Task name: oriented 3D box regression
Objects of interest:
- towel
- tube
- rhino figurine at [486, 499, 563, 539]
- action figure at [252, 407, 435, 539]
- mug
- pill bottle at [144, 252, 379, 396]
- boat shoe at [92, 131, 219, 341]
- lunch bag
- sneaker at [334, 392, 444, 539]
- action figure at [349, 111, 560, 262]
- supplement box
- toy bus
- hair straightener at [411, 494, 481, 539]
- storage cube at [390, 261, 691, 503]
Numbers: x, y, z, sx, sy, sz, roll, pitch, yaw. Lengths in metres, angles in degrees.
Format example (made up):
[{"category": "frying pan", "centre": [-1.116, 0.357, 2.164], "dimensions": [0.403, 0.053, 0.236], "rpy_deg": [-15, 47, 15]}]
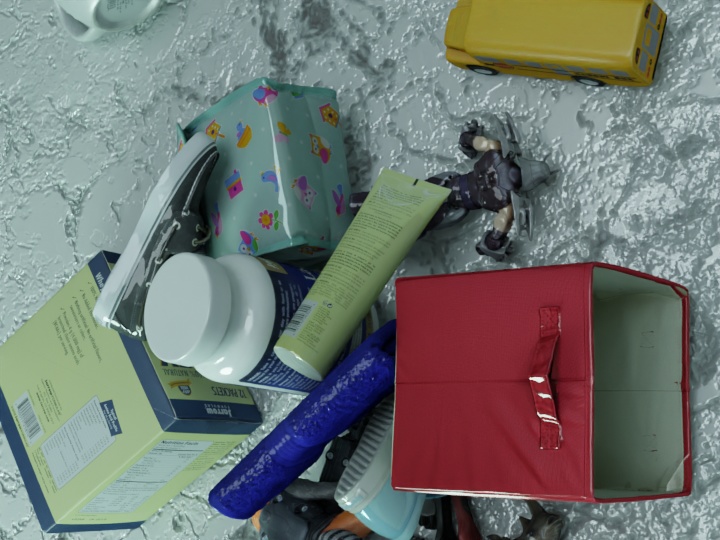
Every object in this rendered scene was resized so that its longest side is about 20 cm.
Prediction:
[{"category": "towel", "centre": [-0.032, 0.129, 1.085], "dimensions": [0.050, 0.148, 0.200], "rpy_deg": [46, 103, 3]}, {"category": "tube", "centre": [0.000, 0.000, 1.097], "dimensions": [0.058, 0.052, 0.201], "rpy_deg": [33, 73, -5]}, {"category": "rhino figurine", "centre": [0.148, 0.284, 1.054], "dimensions": [0.087, 0.060, 0.201], "rpy_deg": [-16, 73, 28]}, {"category": "action figure", "centre": [-0.027, 0.210, 1.145], "dimensions": [0.193, 0.104, 0.201], "rpy_deg": [8, 83, 46]}, {"category": "mug", "centre": [-0.298, -0.339, 1.396], "dimensions": [0.176, 0.147, 0.200], "rpy_deg": [58, 143, 17]}, {"category": "pill bottle", "centre": [-0.087, 0.048, 1.145], "dimensions": [0.115, 0.199, 0.117], "rpy_deg": [-13, 71, 42]}, {"category": "boat shoe", "centre": [-0.172, -0.026, 1.169], "dimensions": [0.066, 0.070, 0.201], "rpy_deg": [30, 91, 3]}, {"category": "lunch bag", "centre": [-0.109, -0.072, 1.238], "dimensions": [0.199, 0.122, 0.172], "rpy_deg": [-19, 75, 41]}, {"category": "sneaker", "centre": [0.048, 0.152, 1.090], "dimensions": [0.082, 0.200, 0.074], "rpy_deg": [45, 136, -9]}, {"category": "action figure", "centre": [0.086, -0.067, 1.145], "dimensions": [0.199, 0.069, 0.131], "rpy_deg": [-15, 68, 26]}, {"category": "supplement box", "centre": [-0.242, 0.124, 1.281], "dimensions": [0.200, 0.134, 0.201], "rpy_deg": [-40, 64, 22]}, {"category": "toy bus", "centre": [0.161, -0.203, 1.107], "dimensions": [0.199, 0.078, 0.066], "rpy_deg": [13, 89, 33]}, {"category": "hair straightener", "centre": [0.063, 0.221, 1.128], "dimensions": [0.077, 0.041, 0.201], "rpy_deg": [-23, 71, 27]}, {"category": "storage cube", "centre": [0.143, 0.091, 1.008], "dimensions": [0.179, 0.199, 0.172], "rpy_deg": [-5, 81, 38]}]
